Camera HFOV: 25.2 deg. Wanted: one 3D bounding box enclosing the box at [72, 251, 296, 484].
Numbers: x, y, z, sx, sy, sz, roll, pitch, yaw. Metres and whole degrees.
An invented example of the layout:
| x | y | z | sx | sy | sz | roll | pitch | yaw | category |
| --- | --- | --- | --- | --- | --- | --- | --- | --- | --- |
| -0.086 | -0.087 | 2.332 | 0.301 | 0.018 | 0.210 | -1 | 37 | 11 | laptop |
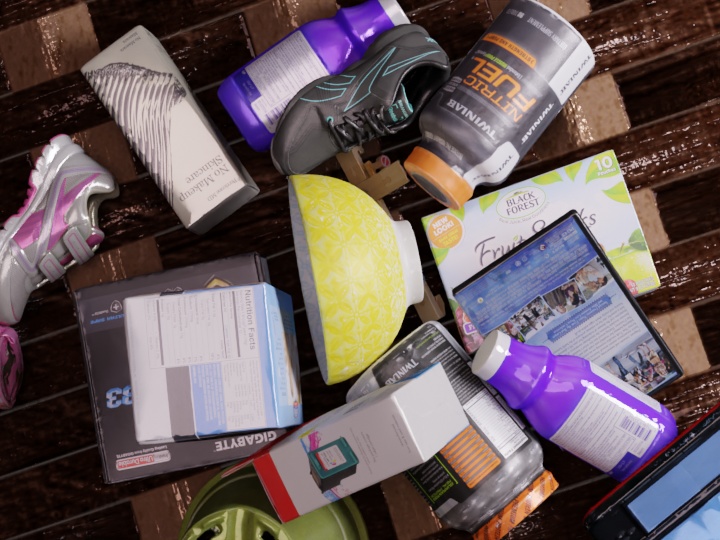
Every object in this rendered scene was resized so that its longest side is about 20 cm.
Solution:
| x | y | z | sx | sy | sz | roll | pitch | yaw | category |
| --- | --- | --- | --- | --- | --- | --- | --- | --- | --- |
| -0.174 | 0.098 | 1.615 | 0.198 | 0.050 | 0.201 | -11 | 83 | 7 | box |

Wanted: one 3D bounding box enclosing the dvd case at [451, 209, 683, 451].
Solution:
| x | y | z | sx | sy | sz | roll | pitch | yaw | category |
| --- | --- | --- | --- | --- | --- | --- | --- | --- | --- |
| 0.199 | 0.059 | 1.539 | 0.142 | 0.018 | 0.201 | -34 | 105 | 9 | dvd case |

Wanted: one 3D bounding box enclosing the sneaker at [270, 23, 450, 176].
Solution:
| x | y | z | sx | sy | sz | roll | pitch | yaw | category |
| --- | --- | --- | --- | --- | --- | --- | --- | --- | --- |
| 0.000 | -0.158 | 1.540 | 0.200 | 0.076 | 0.079 | -41 | 45 | -4 | sneaker |

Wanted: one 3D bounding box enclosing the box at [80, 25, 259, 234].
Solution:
| x | y | z | sx | sy | sz | roll | pitch | yaw | category |
| --- | --- | --- | --- | --- | --- | --- | --- | --- | --- |
| -0.191 | -0.141 | 1.623 | 0.082 | 0.068 | 0.201 | -36 | 82 | 3 | box |

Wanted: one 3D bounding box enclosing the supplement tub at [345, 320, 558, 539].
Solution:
| x | y | z | sx | sy | sz | roll | pitch | yaw | category |
| --- | --- | --- | --- | --- | --- | --- | --- | --- | --- |
| 0.090 | 0.159 | 1.539 | 0.122 | 0.123 | 0.200 | -40 | 83 | 3 | supplement tub |

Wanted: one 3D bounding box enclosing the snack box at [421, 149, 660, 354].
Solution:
| x | y | z | sx | sy | sz | roll | pitch | yaw | category |
| --- | --- | --- | --- | --- | --- | --- | --- | --- | --- |
| 0.175 | -0.017 | 1.576 | 0.198 | 0.053 | 0.143 | -20 | 83 | 5 | snack box |

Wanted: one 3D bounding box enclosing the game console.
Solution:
| x | y | z | sx | sy | sz | roll | pitch | yaw | category |
| --- | --- | --- | --- | --- | --- | --- | --- | --- | --- |
| 0.333 | 0.236 | 1.509 | 0.200 | 0.172 | 0.119 | -40 | 56 | 2 | game console |

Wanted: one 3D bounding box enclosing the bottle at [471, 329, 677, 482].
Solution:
| x | y | z | sx | sy | sz | roll | pitch | yaw | category |
| --- | --- | --- | --- | --- | --- | --- | --- | --- | --- |
| 0.199 | 0.124 | 1.516 | 0.199 | 0.065 | 0.084 | 30 | 112 | -10 | bottle |

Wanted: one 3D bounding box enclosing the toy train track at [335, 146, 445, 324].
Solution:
| x | y | z | sx | sy | sz | roll | pitch | yaw | category |
| --- | --- | --- | --- | --- | --- | --- | --- | --- | --- |
| 0.033 | -0.043 | 1.599 | 0.114 | 0.032 | 0.201 | -28 | 89 | 43 | toy train track |

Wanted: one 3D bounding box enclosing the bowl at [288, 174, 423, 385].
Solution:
| x | y | z | sx | sy | sz | roll | pitch | yaw | category |
| --- | --- | --- | --- | --- | --- | --- | --- | --- | --- |
| 0.000 | 0.000 | 1.534 | 0.107 | 0.200 | 0.202 | -11 | 84 | -5 | bowl |

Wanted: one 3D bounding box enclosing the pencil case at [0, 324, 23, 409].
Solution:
| x | y | z | sx | sy | sz | roll | pitch | yaw | category |
| --- | --- | --- | --- | --- | --- | --- | --- | --- | --- |
| -0.440 | 0.098 | 1.631 | 0.198 | 0.087 | 0.083 | 0 | 53 | 7 | pencil case |

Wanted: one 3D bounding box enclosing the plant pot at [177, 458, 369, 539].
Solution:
| x | y | z | sx | sy | sz | roll | pitch | yaw | category |
| --- | --- | --- | --- | --- | --- | --- | --- | --- | --- |
| -0.100 | 0.279 | 1.520 | 0.198 | 0.190 | 0.202 | -1 | 85 | 8 | plant pot |

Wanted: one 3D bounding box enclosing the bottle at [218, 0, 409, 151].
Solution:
| x | y | z | sx | sy | sz | roll | pitch | yaw | category |
| --- | --- | --- | --- | --- | --- | --- | --- | --- | --- |
| -0.043 | -0.204 | 1.603 | 0.199 | 0.065 | 0.084 | -35 | 84 | 3 | bottle |

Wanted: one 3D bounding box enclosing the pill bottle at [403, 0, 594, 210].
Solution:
| x | y | z | sx | sy | sz | roll | pitch | yaw | category |
| --- | --- | --- | --- | --- | --- | --- | --- | --- | --- |
| 0.128 | -0.156 | 1.555 | 0.106 | 0.106 | 0.200 | 37 | 83 | 8 | pill bottle |

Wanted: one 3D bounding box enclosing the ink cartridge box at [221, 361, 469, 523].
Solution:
| x | y | z | sx | sy | sz | roll | pitch | yaw | category |
| --- | --- | --- | --- | --- | --- | --- | --- | --- | --- |
| -0.015 | 0.161 | 1.454 | 0.199 | 0.116 | 0.068 | -27 | 90 | 27 | ink cartridge box |

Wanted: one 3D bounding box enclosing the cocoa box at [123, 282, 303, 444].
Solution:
| x | y | z | sx | sy | sz | roll | pitch | yaw | category |
| --- | --- | --- | --- | --- | --- | --- | --- | --- | --- |
| -0.130 | 0.087 | 1.485 | 0.130 | 0.200 | 0.135 | -7 | 85 | 4 | cocoa box |

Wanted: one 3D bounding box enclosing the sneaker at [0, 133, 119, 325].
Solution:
| x | y | z | sx | sy | sz | roll | pitch | yaw | category |
| --- | --- | --- | --- | --- | --- | --- | --- | --- | --- |
| -0.309 | -0.033 | 1.620 | 0.088 | 0.081 | 0.201 | 24 | 85 | 6 | sneaker |
